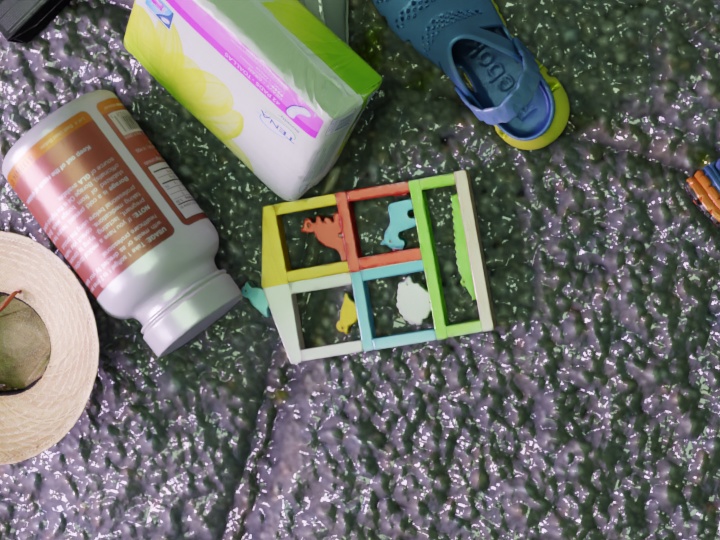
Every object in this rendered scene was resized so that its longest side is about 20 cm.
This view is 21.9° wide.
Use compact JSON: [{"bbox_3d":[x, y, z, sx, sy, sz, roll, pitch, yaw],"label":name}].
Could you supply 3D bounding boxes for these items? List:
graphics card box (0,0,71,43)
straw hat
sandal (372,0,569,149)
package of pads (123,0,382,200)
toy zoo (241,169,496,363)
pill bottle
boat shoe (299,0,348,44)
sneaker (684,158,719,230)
[{"bbox_3d":[-0.301,-0.299,1.522,0.125,0.051,0.200,-43,84,11],"label":"graphics card box"},{"bbox_3d":[-0.288,0.058,1.528,0.201,0.085,0.201,0,90,16],"label":"straw hat"},{"bbox_3d":[0.081,-0.177,1.435,0.200,0.087,0.079,44,103,7],"label":"sandal"},{"bbox_3d":[-0.089,-0.161,1.439,0.200,0.155,0.068,44,63,6],"label":"package of pads"},{"bbox_3d":[0.000,0.000,1.496,0.200,0.020,0.131,-9,92,12],"label":"toy zoo"},{"bbox_3d":[-0.186,-0.035,1.486,0.112,0.112,0.200,-37,86,12],"label":"pill bottle"},{"bbox_3d":[-0.028,-0.255,1.457,0.068,0.075,0.200,-9,91,18],"label":"boat shoe"},{"bbox_3d":[0.339,-0.021,1.400,0.200,0.075,0.078,43,98,4],"label":"sneaker"}]
